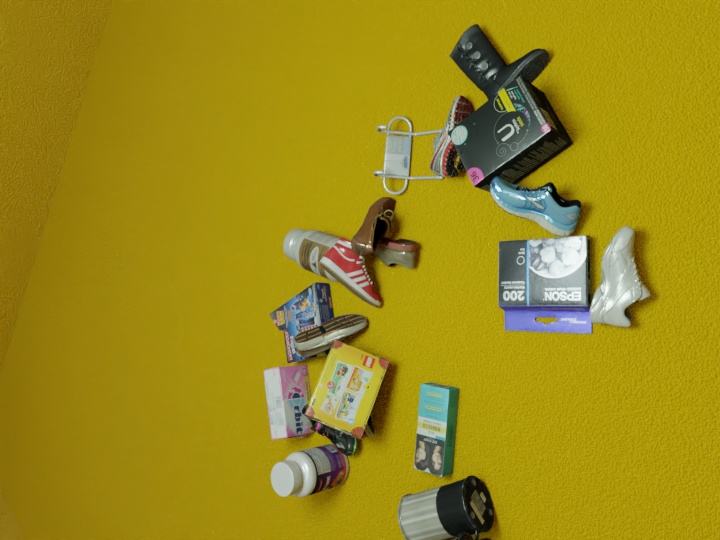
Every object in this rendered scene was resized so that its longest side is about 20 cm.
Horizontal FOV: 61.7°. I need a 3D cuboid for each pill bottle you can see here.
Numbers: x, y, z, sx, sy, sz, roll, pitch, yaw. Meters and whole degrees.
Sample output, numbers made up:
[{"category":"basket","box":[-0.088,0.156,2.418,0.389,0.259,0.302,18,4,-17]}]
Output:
[{"category":"pill bottle","box":[-0.132,0.520,1.558,0.111,0.199,0.113,-4,84,39]},{"category":"pill bottle","box":[-0.115,-0.049,1.649,0.199,0.114,0.115,21,99,38]}]

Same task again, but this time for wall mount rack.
[{"category":"wall mount rack","box":[0.123,-0.292,1.510,0.172,0.075,0.202,4,90,1]}]

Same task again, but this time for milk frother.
[{"category":"milk frother","box":[0.175,0.568,1.309,0.187,0.199,0.182,-31,72,33]}]

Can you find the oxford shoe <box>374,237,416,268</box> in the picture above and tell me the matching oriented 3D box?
[{"category":"oxford shoe","box":[0.057,-0.045,1.541,0.199,0.070,0.076,13,111,46]}]

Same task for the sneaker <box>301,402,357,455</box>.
[{"category":"sneaker","box":[-0.086,0.424,1.602,0.200,0.083,0.077,35,113,36]}]

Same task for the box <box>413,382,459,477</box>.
[{"category":"box","box":[0.178,0.371,1.417,0.082,0.049,0.202,3,88,39]}]

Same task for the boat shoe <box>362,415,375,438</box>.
[{"category":"boat shoe","box":[-0.003,0.329,1.555,0.062,0.071,0.202,-12,80,31]}]

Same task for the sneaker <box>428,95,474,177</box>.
[{"category":"sneaker","box":[0.210,-0.320,1.428,0.082,0.078,0.202,12,81,51]}]

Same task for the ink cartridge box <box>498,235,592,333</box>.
[{"category":"ink cartridge box","box":[0.389,0.032,1.282,0.197,0.043,0.202,-3,85,38]}]

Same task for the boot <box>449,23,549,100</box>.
[{"category":"boot","box":[0.313,-0.493,1.380,0.165,0.065,0.201,-43,57,26]}]

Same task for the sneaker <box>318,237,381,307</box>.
[{"category":"sneaker","box":[0.000,0.000,1.545,0.113,0.200,0.071,-53,19,-12]}]

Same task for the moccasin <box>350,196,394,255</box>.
[{"category":"moccasin","box":[0.046,-0.114,1.497,0.077,0.202,0.074,3,127,27]}]

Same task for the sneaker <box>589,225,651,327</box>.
[{"category":"sneaker","box":[0.516,0.016,1.169,0.099,0.078,0.202,16,105,32]}]

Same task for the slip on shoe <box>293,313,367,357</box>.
[{"category":"slip on shoe","box":[-0.075,0.174,1.588,0.076,0.199,0.061,-129,21,-59]}]

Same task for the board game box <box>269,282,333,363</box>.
[{"category":"board game box","box":[-0.166,0.154,1.707,0.199,0.061,0.202,-17,76,38]}]

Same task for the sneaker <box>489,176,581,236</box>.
[{"category":"sneaker","box":[0.367,-0.155,1.255,0.199,0.078,0.090,26,129,10]}]

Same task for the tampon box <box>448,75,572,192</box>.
[{"category":"tampon box","box":[0.322,-0.287,1.308,0.200,0.126,0.151,-36,64,31]}]

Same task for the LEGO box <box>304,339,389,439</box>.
[{"category":"LEGO box","box":[-0.031,0.293,1.492,0.148,0.077,0.201,21,74,6]}]

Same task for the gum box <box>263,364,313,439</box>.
[{"category":"gum box","box":[-0.197,0.370,1.678,0.066,0.113,0.202,-18,75,36]}]
